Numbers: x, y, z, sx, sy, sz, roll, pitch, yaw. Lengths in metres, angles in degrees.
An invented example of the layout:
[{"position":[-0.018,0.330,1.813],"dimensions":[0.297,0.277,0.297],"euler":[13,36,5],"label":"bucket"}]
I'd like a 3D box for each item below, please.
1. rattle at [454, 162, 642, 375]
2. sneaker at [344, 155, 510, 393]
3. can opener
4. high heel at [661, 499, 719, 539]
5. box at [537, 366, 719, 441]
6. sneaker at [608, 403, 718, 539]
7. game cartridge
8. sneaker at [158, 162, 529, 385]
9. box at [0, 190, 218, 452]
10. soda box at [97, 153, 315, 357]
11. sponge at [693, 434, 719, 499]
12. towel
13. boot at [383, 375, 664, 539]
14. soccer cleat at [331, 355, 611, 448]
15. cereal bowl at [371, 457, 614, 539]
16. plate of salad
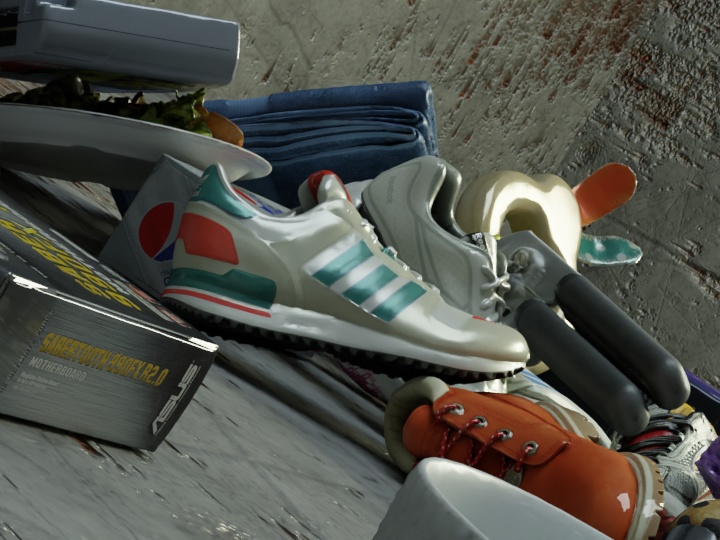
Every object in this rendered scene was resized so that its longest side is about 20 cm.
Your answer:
[{"position":[0.077,-0.003,1.755],"dimensions":[0.130,0.143,0.200],"euler":[53,35,-10],"label":"rattle"},{"position":[0.049,0.028,1.533],"dimensions":[0.201,0.081,0.075],"euler":[66,12,18],"label":"sneaker"},{"position":[0.118,0.040,1.551],"dimensions":[0.200,0.053,0.067],"euler":[46,-16,53],"label":"can opener"},{"position":[0.217,0.168,1.242],"dimensions":[0.199,0.072,0.143],"euler":[26,29,13],"label":"high heel"},{"position":[0.196,0.118,1.813],"dimensions":[0.199,0.105,0.148],"euler":[33,4,15],"label":"box"},{"position":[0.153,0.111,1.529],"dimensions":[0.077,0.083,0.200],"euler":[-2,-6,17],"label":"sneaker"},{"position":[-0.151,-0.123,1.548],"dimensions":[0.132,0.041,0.200],"euler":[3,0,-28],"label":"game cartridge"},{"position":[-0.001,0.000,1.420],"dimensions":[0.199,0.094,0.070],"euler":[13,-9,-18],"label":"sneaker"},{"position":[-0.166,-0.016,0.996],"dimensions":[0.200,0.048,0.158],"euler":[34,3,25],"label":"box"},{"position":[-0.065,-0.005,1.538],"dimensions":[0.063,0.068,0.200],"euler":[33,4,20],"label":"soda box"},{"position":[0.245,0.163,1.525],"dimensions":[0.112,0.030,0.200],"euler":[43,-5,30],"label":"sponge"},{"position":[-0.051,-0.062,1.690],"dimensions":[0.199,0.049,0.112],"euler":[-6,-28,5],"label":"towel"},{"position":[0.075,0.103,1.358],"dimensions":[0.107,0.075,0.200],"euler":[20,5,-20],"label":"boot"},{"position":[0.068,0.068,1.614],"dimensions":[0.199,0.070,0.086],"euler":[33,-8,-1],"label":"soccer cleat"},{"position":[0.078,0.136,0.740],"dimensions":[0.199,0.084,0.200],"euler":[31,4,-2],"label":"cereal bowl"},{"position":[-0.146,-0.079,1.554],"dimensions":[0.199,0.048,0.200],"euler":[8,-6,1],"label":"plate of salad"}]
